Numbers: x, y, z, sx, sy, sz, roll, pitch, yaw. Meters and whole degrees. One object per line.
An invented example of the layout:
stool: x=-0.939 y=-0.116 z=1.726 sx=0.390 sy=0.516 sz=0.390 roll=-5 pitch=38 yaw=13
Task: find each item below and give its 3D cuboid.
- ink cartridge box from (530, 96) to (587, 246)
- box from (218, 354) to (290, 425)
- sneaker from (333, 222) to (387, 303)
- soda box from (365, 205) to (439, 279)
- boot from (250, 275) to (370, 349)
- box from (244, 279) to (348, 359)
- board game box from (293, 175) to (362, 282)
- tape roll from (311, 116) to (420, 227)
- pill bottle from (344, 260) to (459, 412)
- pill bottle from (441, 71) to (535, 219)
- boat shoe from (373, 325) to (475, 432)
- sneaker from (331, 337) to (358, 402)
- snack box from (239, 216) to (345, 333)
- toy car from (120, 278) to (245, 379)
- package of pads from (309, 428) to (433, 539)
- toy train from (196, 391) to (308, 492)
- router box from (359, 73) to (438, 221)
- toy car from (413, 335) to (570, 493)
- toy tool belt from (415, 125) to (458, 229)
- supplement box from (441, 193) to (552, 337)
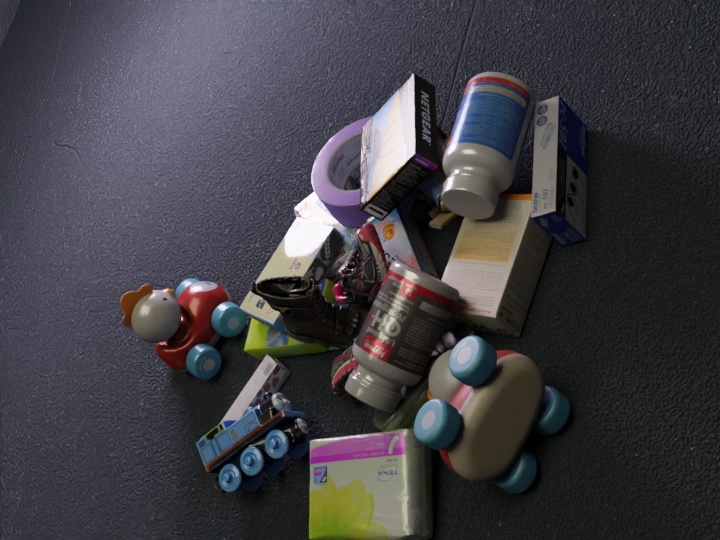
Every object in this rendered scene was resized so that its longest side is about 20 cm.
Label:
ink cartridge box: x=0.296 y=-0.147 z=1.464 sx=0.044 sy=0.094 sz=0.202 roll=-15 pitch=55 yaw=36
box: x=-0.198 y=0.243 z=1.724 sx=0.201 sy=0.039 sz=0.041 roll=-56 pitch=40 yaw=-1
sneaker: x=0.000 y=0.000 z=1.579 sx=0.074 sy=0.201 sz=0.081 roll=-10 pitch=59 yaw=-10
soda box: x=0.074 y=-0.019 z=1.610 sx=0.063 sy=0.068 sz=0.201 roll=-37 pitch=45 yaw=19
boot: x=-0.062 y=0.062 z=1.576 sx=0.198 sy=0.174 sz=0.070 roll=-1 pitch=64 yaw=12
box: x=-0.112 y=0.087 z=1.738 sx=0.199 sy=0.048 sz=0.123 roll=-11 pitch=58 yaw=40
board game box: x=-0.049 y=-0.078 z=1.793 sx=0.126 sy=0.035 sz=0.201 roll=-37 pitch=44 yaw=19
tape roll: x=0.014 y=-0.176 z=1.743 sx=0.198 sy=0.066 sz=0.202 roll=-16 pitch=50 yaw=20
pill bottle: x=0.055 y=0.097 z=1.427 sx=0.110 sy=0.110 sz=0.202 roll=27 pitch=93 yaw=49
pill bottle: x=0.186 y=-0.184 z=1.474 sx=0.112 sy=0.112 sz=0.202 roll=-3 pitch=59 yaw=42
boat shoe: x=0.105 y=0.169 z=1.474 sx=0.202 sy=0.065 sz=0.074 roll=-50 pitch=25 yaw=-1
sneaker: x=0.028 y=0.118 z=1.550 sx=0.199 sy=0.081 sz=0.075 roll=-37 pitch=34 yaw=18
snack box: x=-0.121 y=0.005 z=1.738 sx=0.116 sy=0.037 sz=0.201 roll=19 pitch=73 yaw=51
toy car: x=-0.354 y=0.079 z=1.847 sx=0.184 sy=0.200 sz=0.178 roll=26 pitch=83 yaw=48
package of pads: x=0.012 y=0.318 z=1.434 sx=0.199 sy=0.068 sz=0.156 roll=-15 pitch=67 yaw=38
toy train: x=-0.174 y=0.282 z=1.622 sx=0.199 sy=0.086 sz=0.115 roll=-38 pitch=65 yaw=20
router box: x=0.061 y=-0.201 z=1.601 sx=0.149 sy=0.051 sz=0.201 roll=-43 pitch=32 yaw=37
toy car: x=0.143 y=0.177 z=1.348 sx=0.178 sy=0.184 sz=0.200 roll=-60 pitch=29 yaw=-4
toy tool belt: x=0.123 y=-0.153 z=1.614 sx=0.123 sy=0.125 sz=0.200 roll=-41 pitch=42 yaw=3
supplement box: x=0.202 y=-0.011 z=1.479 sx=0.125 sy=0.073 sz=0.202 roll=7 pitch=69 yaw=46
